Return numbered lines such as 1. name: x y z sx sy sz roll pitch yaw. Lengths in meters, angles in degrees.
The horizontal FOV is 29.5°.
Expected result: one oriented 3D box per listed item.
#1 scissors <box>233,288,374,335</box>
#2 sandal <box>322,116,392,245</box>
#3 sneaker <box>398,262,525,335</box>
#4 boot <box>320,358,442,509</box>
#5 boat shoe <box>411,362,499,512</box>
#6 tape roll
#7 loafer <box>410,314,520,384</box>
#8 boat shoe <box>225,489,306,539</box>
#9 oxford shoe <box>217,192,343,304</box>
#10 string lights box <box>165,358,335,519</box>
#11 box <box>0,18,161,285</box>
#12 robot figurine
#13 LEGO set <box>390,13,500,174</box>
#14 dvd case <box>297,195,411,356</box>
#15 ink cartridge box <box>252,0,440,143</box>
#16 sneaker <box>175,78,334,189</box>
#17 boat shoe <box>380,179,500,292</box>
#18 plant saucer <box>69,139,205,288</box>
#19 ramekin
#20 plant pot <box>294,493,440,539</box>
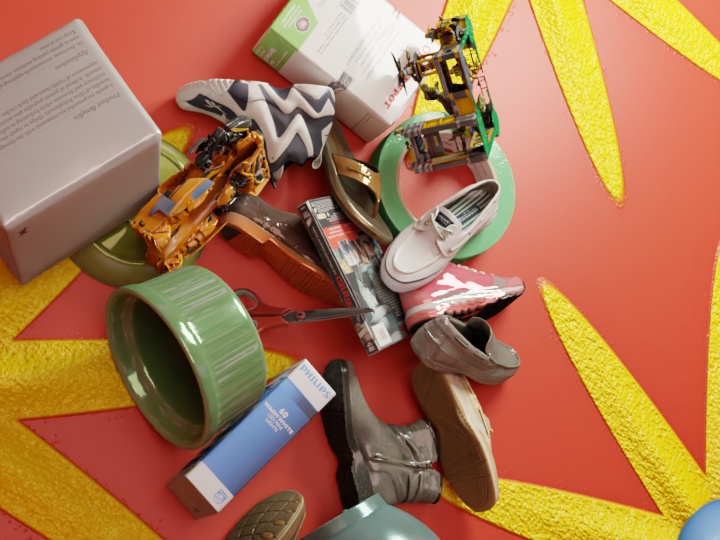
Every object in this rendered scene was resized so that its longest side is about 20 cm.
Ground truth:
1. scissors: -0.084 0.062 1.637 0.199 0.014 0.073 8 56 21
2. sandal: -0.006 -0.124 1.727 0.080 0.054 0.201 14 48 -58
3. sneaker: 0.130 0.019 1.755 0.199 0.074 0.087 -11 69 -37
4. boot: 0.028 0.199 1.689 0.130 0.068 0.201 -10 88 -29
5. boat shoe: 0.134 0.201 1.720 0.069 0.073 0.201 -15 83 -52
6. tape roll: 0.106 -0.108 1.802 0.199 0.048 0.202 5 75 -20
7. loafer: 0.144 0.096 1.714 0.199 0.070 0.070 14 34 -51
8. boat shoe: -0.124 0.345 1.588 0.200 0.072 0.068 -55 133 -32
9. oxford shoe: -0.076 -0.030 1.697 0.199 0.071 0.073 35 61 -11
10. string lights box: -0.128 0.198 1.597 0.059 0.103 0.200 48 64 -4
11. box: -0.345 -0.127 1.517 0.198 0.200 0.172 -33 79 -18
12. robot figurine: -0.178 -0.089 1.604 0.058 0.145 0.200 38 73 20
13. LEGO set: 0.095 -0.218 1.729 0.154 0.115 0.201 -76 150 -51
14. dvd case: 0.000 0.000 1.698 0.201 0.022 0.146 63 23 3
15. ink cartridge box: -0.015 -0.287 1.778 0.200 0.084 0.146 38 66 -10
16. sneaker: -0.133 -0.168 1.702 0.198 0.079 0.131 2 92 -6
17. boat shoe: 0.100 -0.053 1.714 0.073 0.067 0.200 39 58 14
18. plant saucer: -0.272 -0.078 1.651 0.199 0.031 0.201 6 74 -20
19. ramekin: -0.194 0.093 1.551 0.097 0.200 0.201 -28 88 -32
20. plant pot: 0.002 0.341 1.567 0.200 0.200 0.135 -27 81 -25
